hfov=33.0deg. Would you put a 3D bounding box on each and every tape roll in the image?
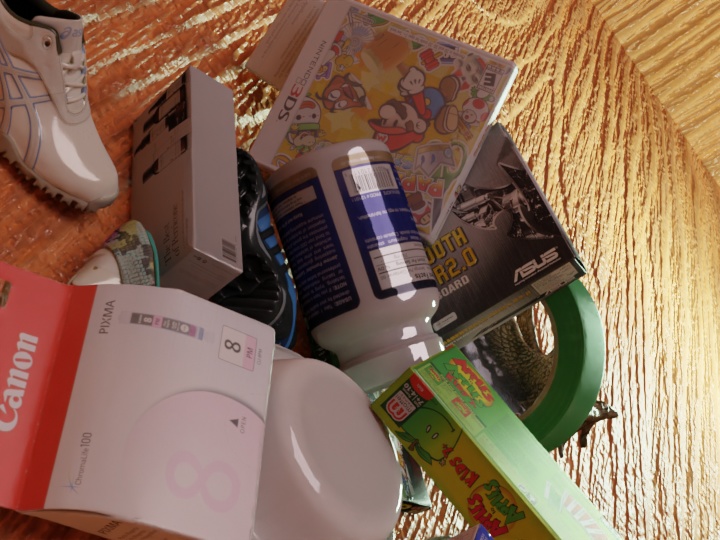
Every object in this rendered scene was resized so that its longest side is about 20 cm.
[{"bbox_3d":[0.128,0.078,1.136,0.048,0.200,0.201,14,49,-53],"label":"tape roll"}]

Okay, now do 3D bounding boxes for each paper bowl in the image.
[{"bbox_3d":[-0.047,0.145,0.874,0.201,0.104,0.201,41,31,-32],"label":"paper bowl"}]

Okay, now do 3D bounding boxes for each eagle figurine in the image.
[{"bbox_3d":[0.187,0.104,1.331,0.200,0.151,0.152,40,-31,34],"label":"eagle figurine"}]

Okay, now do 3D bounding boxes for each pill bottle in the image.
[{"bbox_3d":[0.000,0.000,1.034,0.116,0.115,0.201,-3,72,-60],"label":"pill bottle"}]

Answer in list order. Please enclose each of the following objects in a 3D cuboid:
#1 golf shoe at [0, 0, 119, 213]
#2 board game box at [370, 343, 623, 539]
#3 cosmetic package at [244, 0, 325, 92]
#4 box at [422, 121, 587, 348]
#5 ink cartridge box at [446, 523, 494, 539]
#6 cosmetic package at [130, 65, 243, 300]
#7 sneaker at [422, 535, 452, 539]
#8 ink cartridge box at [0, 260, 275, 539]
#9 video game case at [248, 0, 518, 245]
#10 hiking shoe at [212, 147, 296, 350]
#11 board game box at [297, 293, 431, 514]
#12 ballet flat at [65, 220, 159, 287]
[{"bbox_3d":[-0.227,-0.137,0.873,0.200,0.097,0.078,54,25,-11],"label":"golf shoe"},{"bbox_3d":[0.104,0.153,0.913,0.200,0.048,0.102,49,21,10],"label":"board game box"},{"bbox_3d":[-0.005,-0.186,1.199,0.200,0.102,0.074,37,6,21],"label":"cosmetic package"},{"bbox_3d":[0.083,-0.017,1.112,0.048,0.199,0.159,37,26,-60],"label":"box"},{"bbox_3d":[-0.003,0.233,0.742,0.044,0.200,0.094,53,27,-9],"label":"ink cartridge box"},{"bbox_3d":[-0.140,-0.062,0.956,0.051,0.082,0.201,27,39,-34],"label":"cosmetic package"},{"bbox_3d":[0.066,0.250,0.956,0.075,0.100,0.200,57,24,19],"label":"sneaker"},{"bbox_3d":[-0.152,0.077,0.735,0.199,0.057,0.163,26,48,-27],"label":"ink cartridge box"},{"bbox_3d":[0.018,-0.144,1.124,0.199,0.183,0.023,25,-6,18],"label":"video game case"},{"bbox_3d":[-0.100,-0.012,1.011,0.087,0.074,0.201,68,7,-51],"label":"hiking shoe"},{"bbox_3d":[0.003,0.114,1.081,0.105,0.023,0.201,24,42,-47],"label":"board game box"},{"bbox_3d":[-0.169,0.044,0.825,0.071,0.069,0.201,9,52,-32],"label":"ballet flat"}]
